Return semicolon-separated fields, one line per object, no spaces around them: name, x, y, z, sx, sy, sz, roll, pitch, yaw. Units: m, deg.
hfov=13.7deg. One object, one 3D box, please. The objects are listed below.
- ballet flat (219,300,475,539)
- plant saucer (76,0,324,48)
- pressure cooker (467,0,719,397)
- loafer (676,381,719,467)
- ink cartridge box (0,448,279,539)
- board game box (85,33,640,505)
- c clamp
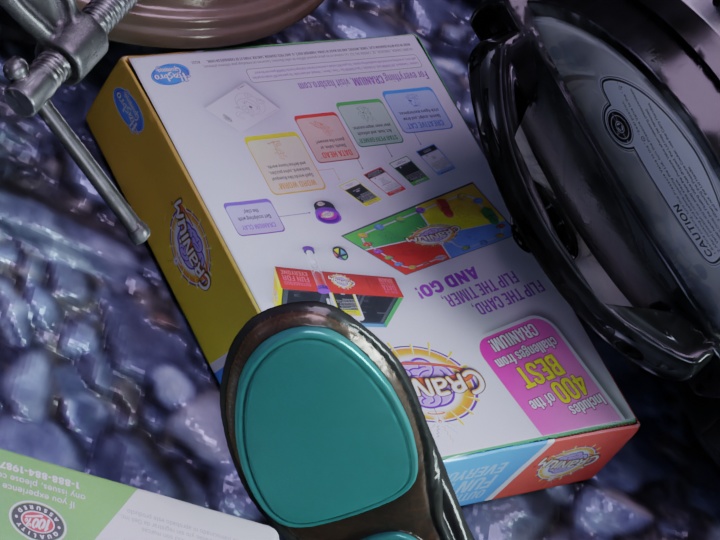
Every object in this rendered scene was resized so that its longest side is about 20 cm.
ballet flat;-0.001;0.072;1.038;0.068;0.201;0.069;-16;38;7
plant saucer;-0.099;-0.164;1.231;0.199;0.030;0.201;13;39;-10
pressure cooker;0.142;-0.058;1.157;0.200;0.179;0.176;-32;51;-22
loafer;0.158;0.024;1.257;0.201;0.072;0.072;-95;159;-47
ink cartridge box;-0.087;0.165;0.951;0.117;0.067;0.201;18;45;-21
board game box;0.000;0.000;1.176;0.152;0.040;0.201;-7;58;-38
c clamp;-0.089;-0.139;1.134;0.171;0.027;0.200;51;54;-27
